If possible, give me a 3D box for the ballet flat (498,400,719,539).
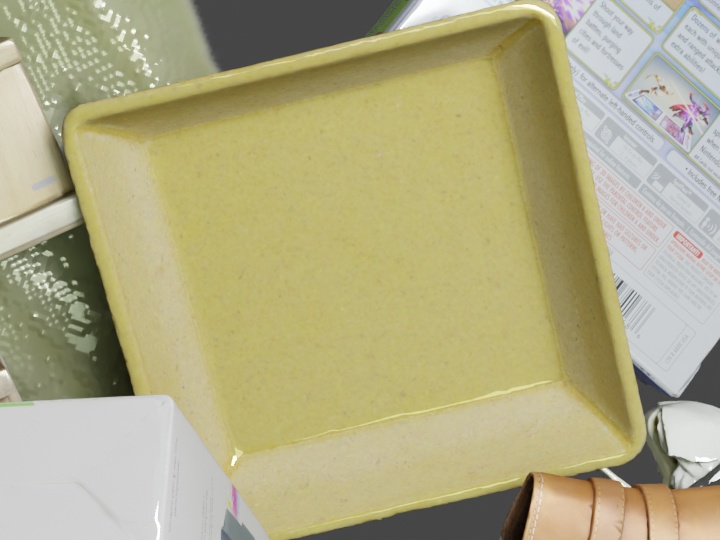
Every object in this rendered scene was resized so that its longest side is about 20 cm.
[{"bbox_3d":[0.127,0.100,1.056,0.200,0.068,0.069,-31,91,-10],"label":"ballet flat"}]

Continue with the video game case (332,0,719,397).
[{"bbox_3d":[0.112,-0.079,1.045,0.200,0.045,0.181,40,86,-14],"label":"video game case"}]

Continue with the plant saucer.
[{"bbox_3d":[0.000,0.000,0.993,0.199,0.048,0.201,-13,110,4],"label":"plant saucer"}]

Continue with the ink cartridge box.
[{"bbox_3d":[-0.103,0.116,0.944,0.117,0.200,0.068,-3,65,10],"label":"ink cartridge box"}]

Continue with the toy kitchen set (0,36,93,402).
[{"bbox_3d":[-0.182,0.028,0.911,0.199,0.180,0.164,-25,102,-11],"label":"toy kitchen set"}]

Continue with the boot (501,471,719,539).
[{"bbox_3d":[0.139,0.105,0.995,0.155,0.077,0.201,22,105,-9],"label":"boot"}]
